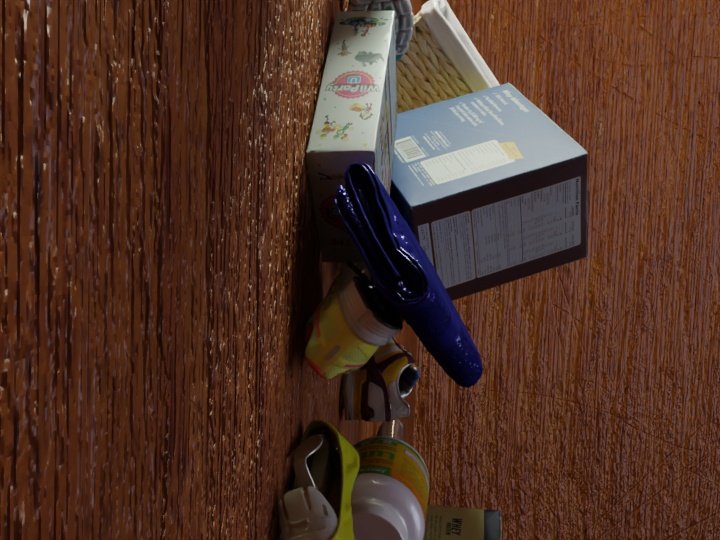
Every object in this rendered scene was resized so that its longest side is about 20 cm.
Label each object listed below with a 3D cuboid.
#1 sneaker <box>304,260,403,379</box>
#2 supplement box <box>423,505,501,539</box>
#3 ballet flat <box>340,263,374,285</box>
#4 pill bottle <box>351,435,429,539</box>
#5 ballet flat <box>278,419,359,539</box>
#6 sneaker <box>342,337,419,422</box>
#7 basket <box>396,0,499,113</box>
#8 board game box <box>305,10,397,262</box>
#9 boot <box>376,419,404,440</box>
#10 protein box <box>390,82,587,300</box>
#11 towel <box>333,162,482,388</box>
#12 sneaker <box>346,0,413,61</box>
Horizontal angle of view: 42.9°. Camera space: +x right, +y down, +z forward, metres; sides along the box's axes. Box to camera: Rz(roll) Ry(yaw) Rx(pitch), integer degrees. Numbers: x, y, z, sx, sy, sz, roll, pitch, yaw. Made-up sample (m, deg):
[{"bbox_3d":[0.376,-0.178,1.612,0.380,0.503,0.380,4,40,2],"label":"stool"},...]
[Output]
[{"bbox_3d":[-0.015,0.050,0.828,0.090,0.078,0.200,-46,178,4],"label":"sneaker"},{"bbox_3d":[0.064,0.391,1.072,0.200,0.198,0.135,-76,167,-60],"label":"supplement box"},{"bbox_3d":[0.000,0.000,1.042,0.062,0.067,0.201,-47,144,-36],"label":"ballet flat"},{"bbox_3d":[0.016,0.261,0.989,0.200,0.110,0.112,-49,141,-80],"label":"pill bottle"},{"bbox_3d":[-0.039,0.192,0.750,0.200,0.066,0.067,-80,150,-64],"label":"ballet flat"},{"bbox_3d":[0.032,0.117,1.162,0.201,0.089,0.075,-78,169,-50],"label":"sneaker"},{"bbox_3d":[0.106,-0.235,1.186,0.200,0.123,0.136,54,18,-13],"label":"basket"},{"bbox_3d":[-0.002,-0.130,0.885,0.148,0.064,0.201,84,10,-50],"label":"board game box"},{"bbox_3d":[0.049,0.306,1.500,0.187,0.064,0.201,105,-1,-46],"label":"boot"},{"bbox_3d":[0.122,-0.091,1.032,0.199,0.199,0.136,-120,-164,-52],"label":"protein box"},{"bbox_3d":[0.042,0.013,0.792,0.148,0.049,0.200,66,8,32],"label":"towel"},{"bbox_3d":[0.018,-0.309,0.958,0.092,0.077,0.201,-86,176,-45],"label":"sneaker"}]
